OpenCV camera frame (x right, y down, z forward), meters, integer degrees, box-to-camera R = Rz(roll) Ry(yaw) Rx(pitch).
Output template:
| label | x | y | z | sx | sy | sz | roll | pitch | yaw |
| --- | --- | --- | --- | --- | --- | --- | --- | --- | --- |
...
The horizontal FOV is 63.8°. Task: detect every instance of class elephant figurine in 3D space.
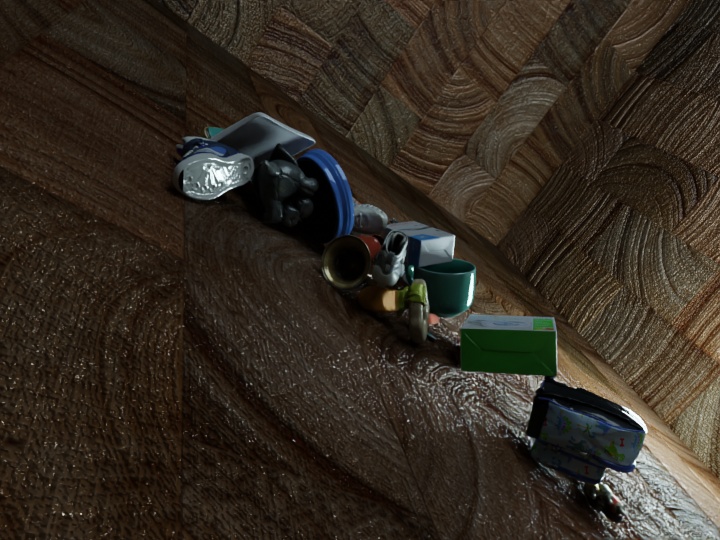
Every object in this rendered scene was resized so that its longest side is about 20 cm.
| label | x | y | z | sx | sy | sz | roll | pitch | yaw |
| --- | --- | --- | --- | --- | --- | --- | --- | --- | --- |
| elephant figurine | -0.185 | -0.188 | 1.207 | 0.139 | 0.158 | 0.200 | -3 | 33 | -33 |

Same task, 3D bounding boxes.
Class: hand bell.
| label | x | y | z | sx | sy | sz | roll | pitch | yaw |
| --- | --- | --- | --- | --- | --- | --- | --- | --- | --- |
| hand bell | 0.000 | 0.000 | 1.203 | 0.104 | 0.105 | 0.200 | 43 | 4 | 19 |

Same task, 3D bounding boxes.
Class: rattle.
| label | x | y | z | sx | sy | sz | roll | pitch | yaw |
| --- | --- | --- | --- | --- | --- | --- | --- | --- | --- |
| rattle | 0.087 | 0.094 | 1.205 | 0.200 | 0.139 | 0.133 | 38 | 36 | -77 |

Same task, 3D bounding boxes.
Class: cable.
| label | x | y | z | sx | sy | sz | roll | pitch | yaw |
| --- | --- | --- | --- | --- | --- | --- | --- | --- | --- |
| cable | 0.459 | 0.411 | 1.127 | 0.096 | 0.051 | 0.200 | 33 | 16 | -3 |

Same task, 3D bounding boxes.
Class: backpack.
| label | x | y | z | sx | sy | sz | roll | pitch | yaw |
| --- | --- | --- | --- | --- | --- | --- | --- | --- | --- |
| backpack | 0.422 | 0.307 | 1.092 | 0.196 | 0.151 | 0.182 | 15 | 7 | 23 |

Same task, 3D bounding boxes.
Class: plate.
| label | x | y | z | sx | sy | sz | roll | pitch | yaw |
| --- | --- | --- | --- | --- | --- | --- | --- | --- | --- |
| plate | -0.223 | -0.265 | 1.210 | 0.199 | 0.196 | 0.033 | 9 | 63 | -60 |

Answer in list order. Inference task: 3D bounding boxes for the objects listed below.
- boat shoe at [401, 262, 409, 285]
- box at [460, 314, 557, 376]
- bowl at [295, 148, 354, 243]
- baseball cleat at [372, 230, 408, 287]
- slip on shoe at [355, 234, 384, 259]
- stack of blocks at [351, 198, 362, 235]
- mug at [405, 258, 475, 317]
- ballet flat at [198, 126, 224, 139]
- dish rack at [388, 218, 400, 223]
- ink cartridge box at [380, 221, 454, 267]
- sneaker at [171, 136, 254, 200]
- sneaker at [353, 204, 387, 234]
| label | x | y | z | sx | sy | sz | roll | pitch | yaw |
| --- | --- | --- | --- | --- | --- | --- | --- | --- | --- |
| boat shoe | 0.138 | -0.007 | 1.534 | 0.200 | 0.067 | 0.069 | 48 | 18 | 30 |
| box | 0.326 | 0.160 | 1.264 | 0.195 | 0.100 | 0.176 | 0 | 6 | 18 |
| bowl | -0.086 | -0.154 | 1.235 | 0.039 | 0.203 | 0.201 | -23 | 54 | -30 |
| baseball cleat | 0.068 | -0.031 | 1.147 | 0.068 | 0.109 | 0.200 | 21 | 15 | -2 |
| slip on shoe | 0.017 | -0.054 | 1.363 | 0.200 | 0.060 | 0.076 | -23 | 93 | -74 |
| stack of blocks | -0.065 | -0.184 | 1.579 | 0.198 | 0.059 | 0.115 | 37 | 16 | -9 |
| mug | 0.197 | 0.040 | 1.408 | 0.148 | 0.118 | 0.185 | -1 | 15 | -9 |
| ballet flat | -0.284 | -0.281 | 1.300 | 0.198 | 0.063 | 0.070 | 1 | 63 | -52 |
| dish rack | 0.171 | -0.098 | 1.897 | 0.154 | 0.055 | 0.198 | 47 | 19 | 31 |
| ink cartridge box | 0.127 | -0.074 | 1.444 | 0.114 | 0.069 | 0.199 | -10 | 22 | -33 |
| sneaker | -0.306 | -0.193 | 1.060 | 0.144 | 0.082 | 0.199 | 22 | 26 | 23 |
| sneaker | -0.030 | -0.128 | 1.411 | 0.195 | 0.077 | 0.081 | 13 | 18 | 18 |
